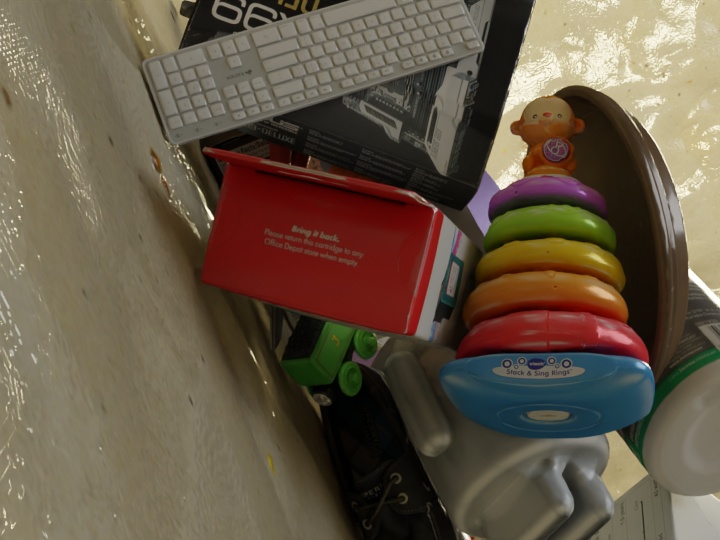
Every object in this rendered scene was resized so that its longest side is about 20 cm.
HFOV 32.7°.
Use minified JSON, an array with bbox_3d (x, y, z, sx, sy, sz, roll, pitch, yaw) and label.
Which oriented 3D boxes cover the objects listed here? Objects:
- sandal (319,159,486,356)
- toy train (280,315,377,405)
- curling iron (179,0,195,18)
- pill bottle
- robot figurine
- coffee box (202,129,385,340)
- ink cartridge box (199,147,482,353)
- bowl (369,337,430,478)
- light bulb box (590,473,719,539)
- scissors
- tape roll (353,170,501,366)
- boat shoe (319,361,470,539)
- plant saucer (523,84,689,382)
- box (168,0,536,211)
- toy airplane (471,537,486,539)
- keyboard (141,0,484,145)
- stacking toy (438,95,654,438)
[{"bbox_3d":[0.035,-0.024,0.797,0.208,0.079,0.059,62,-8,14],"label":"sandal"},{"bbox_3d":[0.000,0.000,0.830,0.056,0.041,0.201,49,47,-32],"label":"toy train"},{"bbox_3d":[-0.053,-0.183,1.000,0.050,0.198,0.026,-72,-175,-69],"label":"curling iron"},{"bbox_3d":[0.204,0.052,0.864,0.114,0.112,0.200,65,-4,-37],"label":"pill bottle"},{"bbox_3d":[0.088,0.093,0.807,0.169,0.113,0.201,16,36,-43],"label":"robot figurine"},{"bbox_3d":[-0.043,-0.048,0.912,0.113,0.079,0.201,-102,170,-57],"label":"coffee box"},{"bbox_3d":[-0.009,-0.006,0.663,0.200,0.115,0.068,27,77,-73],"label":"ink cartridge box"},{"bbox_3d":[0.095,0.108,0.959,0.090,0.201,0.202,40,-16,39],"label":"bowl"},{"bbox_3d":[0.186,0.277,0.828,0.124,0.200,0.199,35,30,-13],"label":"light bulb box"},{"bbox_3d":[-0.054,-0.054,0.779,0.073,0.014,0.202,32,64,-37],"label":"scissors"},{"bbox_3d":[0.041,-0.007,1.053,0.199,0.085,0.202,25,-54,39],"label":"tape roll"},{"bbox_3d":[0.017,0.142,0.816,0.066,0.070,0.201,39,27,-50],"label":"boat shoe"},{"bbox_3d":[0.152,-0.015,0.768,0.200,0.029,0.202,172,-90,-77],"label":"plant saucer"},{"bbox_3d":[-0.002,-0.146,0.765,0.050,0.198,0.159,121,-11,-73],"label":"box"},{"bbox_3d":[0.125,0.227,1.062,0.200,0.199,0.141,51,2,35],"label":"toy airplane"},{"bbox_3d":[-0.026,-0.126,0.724,0.011,0.198,0.057,123,-53,-73],"label":"keyboard"},{"bbox_3d":[0.109,-0.013,0.708,0.110,0.115,0.202,58,33,-65],"label":"stacking toy"}]
